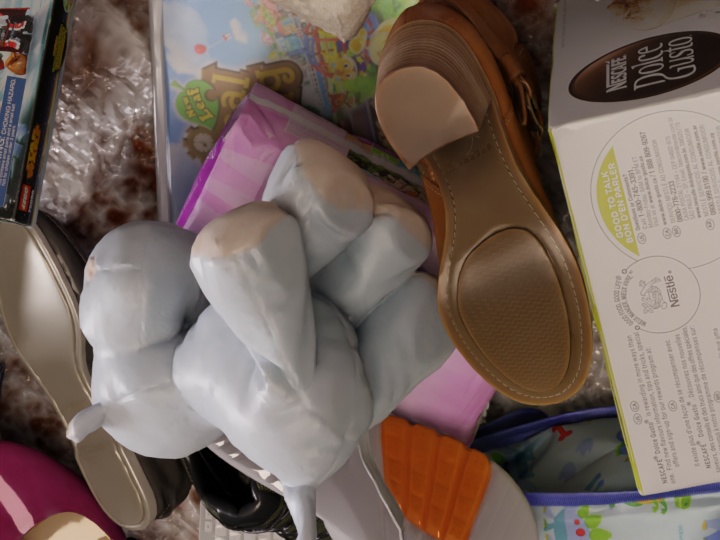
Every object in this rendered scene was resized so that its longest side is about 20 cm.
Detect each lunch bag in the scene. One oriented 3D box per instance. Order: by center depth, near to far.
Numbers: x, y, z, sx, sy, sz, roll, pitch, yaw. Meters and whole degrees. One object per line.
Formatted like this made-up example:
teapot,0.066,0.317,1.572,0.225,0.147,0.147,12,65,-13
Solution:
lunch bag,0.123,0.171,1.362,0.199,0.128,0.171,-10,112,8

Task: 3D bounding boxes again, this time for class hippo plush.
hippo plush,-0.053,0.039,1.235,0.160,0.159,0.201,-4,100,42

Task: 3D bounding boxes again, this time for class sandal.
sandal,0.004,0.110,1.303,0.206,0.059,0.079,31,77,12

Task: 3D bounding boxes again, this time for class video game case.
video game case,-0.022,-0.082,1.328,0.181,0.022,0.201,2,113,6

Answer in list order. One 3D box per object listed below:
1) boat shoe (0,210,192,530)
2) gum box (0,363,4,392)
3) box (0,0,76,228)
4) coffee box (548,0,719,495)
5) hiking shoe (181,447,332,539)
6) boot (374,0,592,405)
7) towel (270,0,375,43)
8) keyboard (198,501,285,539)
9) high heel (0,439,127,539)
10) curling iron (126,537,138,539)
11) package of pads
boat shoe,-0.148,0.049,1.387,0.067,0.057,0.201,-5,112,43
gum box,-0.316,0.120,1.434,0.199,0.045,0.171,11,113,0
box,-0.213,-0.131,1.233,0.136,0.040,0.201,9,87,11
coffee box,0.209,-0.036,1.225,0.197,0.200,0.201,-12,112,11
hiking shoe,-0.049,0.124,1.363,0.076,0.101,0.200,-36,106,29
boot,0.073,-0.046,1.238,0.073,0.155,0.201,-16,109,17
towel,-0.062,-0.217,1.258,0.199,0.034,0.133,28,106,-2
keyboard,-0.066,0.153,1.440,0.056,0.011,0.201,6,114,4
high heel,-0.150,0.182,1.393,0.067,0.096,0.200,-39,111,2
curling iron,-0.155,0.251,1.482,0.049,0.026,0.201,13,114,-2
package of pads,0.000,0.000,1.307,0.199,0.076,0.121,26,111,-5
